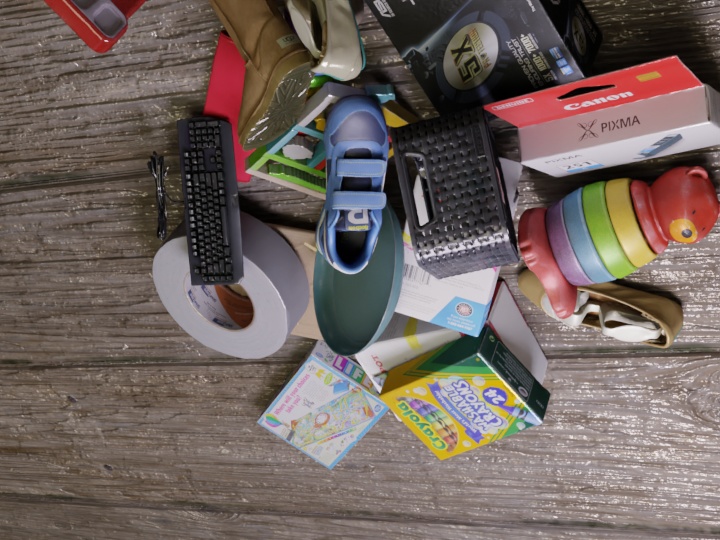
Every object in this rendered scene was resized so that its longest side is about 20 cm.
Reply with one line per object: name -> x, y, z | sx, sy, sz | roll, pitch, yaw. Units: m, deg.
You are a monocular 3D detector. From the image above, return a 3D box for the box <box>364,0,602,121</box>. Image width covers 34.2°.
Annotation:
box -> 0.116, -0.257, 1.147 | 0.163, 0.086, 0.201 | -17, 121, 36

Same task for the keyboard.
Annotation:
keyboard -> -0.203, -0.082, 1.411 | 0.126, 0.021, 0.202 | -1, 97, 25

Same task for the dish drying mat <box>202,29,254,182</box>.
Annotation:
dish drying mat -> -0.147, -0.190, 1.383 | 0.076, 0.018, 0.201 | 25, 135, 4

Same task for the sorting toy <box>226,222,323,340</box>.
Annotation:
sorting toy -> -0.094, 0.011, 1.531 | 0.198, 0.037, 0.186 | 13, 134, 21

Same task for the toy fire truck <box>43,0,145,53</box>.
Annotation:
toy fire truck -> -0.296, -0.341, 1.210 | 0.112, 0.169, 0.200 | -28, 114, 40

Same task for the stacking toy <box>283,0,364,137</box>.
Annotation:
stacking toy -> -0.056, -0.220, 1.272 | 0.085, 0.086, 0.201 | 23, 140, 4

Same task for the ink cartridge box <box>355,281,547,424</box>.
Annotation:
ink cartridge box -> 0.114, 0.107, 1.478 | 0.198, 0.084, 0.146 | -13, 124, 33

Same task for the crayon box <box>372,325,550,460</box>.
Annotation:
crayon box -> 0.114, 0.158, 1.427 | 0.199, 0.052, 0.126 | -28, 114, 40

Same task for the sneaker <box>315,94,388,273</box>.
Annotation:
sneaker -> -0.004, -0.088, 1.259 | 0.073, 0.082, 0.202 | 0, 117, -10

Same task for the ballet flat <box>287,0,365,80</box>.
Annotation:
ballet flat -> -0.044, -0.283, 1.141 | 0.069, 0.069, 0.202 | -18, 80, 37

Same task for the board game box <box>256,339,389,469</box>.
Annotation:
board game box -> -0.050, 0.195, 1.672 | 0.134, 0.034, 0.200 | 33, 136, -6

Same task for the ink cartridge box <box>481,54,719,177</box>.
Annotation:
ink cartridge box -> 0.244, -0.144, 1.144 | 0.198, 0.045, 0.176 | -10, 168, 32

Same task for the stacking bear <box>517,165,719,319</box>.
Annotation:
stacking bear -> 0.282, -0.048, 1.242 | 0.199, 0.114, 0.122 | -20, 123, 25

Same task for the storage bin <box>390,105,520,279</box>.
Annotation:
storage bin -> 0.099, -0.073, 1.170 | 0.093, 0.200, 0.137 | -12, 83, 9

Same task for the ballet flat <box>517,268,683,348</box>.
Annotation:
ballet flat -> 0.274, 0.043, 1.358 | 0.198, 0.063, 0.069 | 12, 133, 16

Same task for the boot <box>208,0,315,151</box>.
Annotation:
boot -> -0.126, -0.252, 1.234 | 0.201, 0.066, 0.175 | 59, 143, 14

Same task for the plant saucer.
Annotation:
plant saucer -> 0.000, 0.000, 1.357 | 0.027, 0.202, 0.200 | 7, 144, -29

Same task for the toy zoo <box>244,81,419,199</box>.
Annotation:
toy zoo -> -0.024, -0.148, 1.315 | 0.130, 0.021, 0.200 | 17, 144, -35

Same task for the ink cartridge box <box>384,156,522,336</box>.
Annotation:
ink cartridge box -> 0.109, -0.041, 1.324 | 0.114, 0.068, 0.202 | 17, 103, 10

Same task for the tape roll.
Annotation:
tape roll -> -0.167, 0.018, 1.506 | 0.199, 0.066, 0.202 | 17, 135, 18
